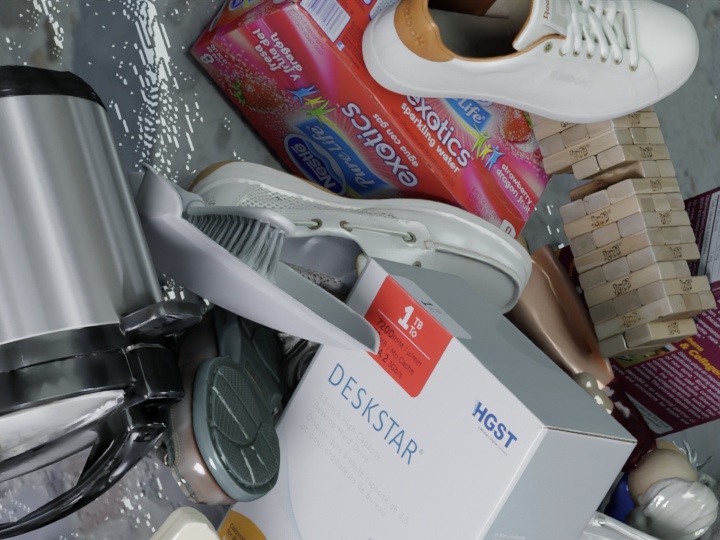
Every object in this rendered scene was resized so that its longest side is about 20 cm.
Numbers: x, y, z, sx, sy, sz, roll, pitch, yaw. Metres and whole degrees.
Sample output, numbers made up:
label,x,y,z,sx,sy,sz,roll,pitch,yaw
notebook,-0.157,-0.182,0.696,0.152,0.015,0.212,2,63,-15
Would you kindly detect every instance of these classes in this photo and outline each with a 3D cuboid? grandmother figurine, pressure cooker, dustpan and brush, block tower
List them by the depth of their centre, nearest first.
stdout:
label,x,y,z,sx,sy,sz,roll,pitch,yaw
pressure cooker,-0.179,0.025,1.195,0.178,0.176,0.200,-13,77,-25
dustpan and brush,-0.080,-0.021,1.308,0.139,0.200,0.057,36,74,-32
block tower,0.144,-0.054,1.478,0.058,0.054,0.200,-4,75,-54
grandmother figurine,0.136,0.072,1.488,0.200,0.061,0.121,54,12,5

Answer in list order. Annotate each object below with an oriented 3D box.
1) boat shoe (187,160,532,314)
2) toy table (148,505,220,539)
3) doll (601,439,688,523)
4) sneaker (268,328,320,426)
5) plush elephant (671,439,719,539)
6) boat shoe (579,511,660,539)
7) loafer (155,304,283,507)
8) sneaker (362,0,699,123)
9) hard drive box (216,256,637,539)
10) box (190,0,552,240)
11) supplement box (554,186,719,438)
label,x,y,z,sx,sy,sz,roll,pitch,yaw
boat shoe,0.000,0.000,1.411,0.200,0.071,0.069,12,38,-14
toy table,-0.100,0.210,1.235,0.117,0.184,0.200,40,83,-26
doll,0.123,0.165,1.511,0.136,0.048,0.200,41,48,-10
sneaker,0.012,0.067,1.448,0.199,0.114,0.076,5,93,-12
plush elephant,0.279,0.183,1.589,0.200,0.165,0.155,18,24,-23
boat shoe,0.087,0.148,1.443,0.200,0.074,0.065,26,52,5
loafer,-0.079,0.074,1.298,0.072,0.063,0.200,60,12,-16
sneaker,0.108,-0.126,1.401,0.200,0.085,0.073,-3,75,-24
hard drive box,0.024,0.120,1.313,0.077,0.156,0.200,13,112,-45
box,0.013,-0.097,1.472,0.200,0.095,0.100,49,49,-22
supplement box,0.214,0.021,1.551,0.110,0.200,0.086,37,50,-30
